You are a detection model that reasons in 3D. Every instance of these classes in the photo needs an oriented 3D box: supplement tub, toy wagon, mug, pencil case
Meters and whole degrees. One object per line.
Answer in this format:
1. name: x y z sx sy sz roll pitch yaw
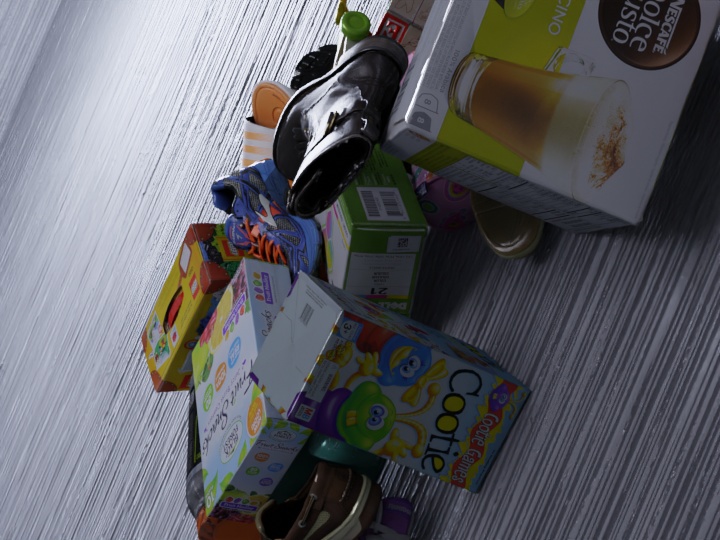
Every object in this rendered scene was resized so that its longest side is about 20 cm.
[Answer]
1. supplement tub: -0.119 0.187 1.583 0.123 0.122 0.201 -45 33 36
2. toy wagon: -0.016 -0.205 1.634 0.156 0.039 0.202 111 168 -56
3. mug: -0.035 0.162 1.445 0.153 0.113 0.186 -62 27 27
4. pencil case: 0.080 -0.130 1.510 0.087 0.087 0.202 -43 36 38

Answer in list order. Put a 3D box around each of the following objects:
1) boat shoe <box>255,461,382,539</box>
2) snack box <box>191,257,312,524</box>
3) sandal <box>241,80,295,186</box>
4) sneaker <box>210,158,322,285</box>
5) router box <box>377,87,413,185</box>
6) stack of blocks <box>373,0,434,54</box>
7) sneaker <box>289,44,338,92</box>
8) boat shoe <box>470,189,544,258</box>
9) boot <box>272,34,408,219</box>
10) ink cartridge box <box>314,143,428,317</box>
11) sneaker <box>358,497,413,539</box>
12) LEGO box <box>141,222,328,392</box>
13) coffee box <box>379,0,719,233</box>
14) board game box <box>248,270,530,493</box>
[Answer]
1. boat shoe: -0.061 0.231 1.373 0.203 0.074 0.075 -49 17 36
2. snack box: -0.103 0.108 1.417 0.201 0.052 0.143 -102 33 -44
3. sandal: -0.093 -0.104 1.697 0.079 0.059 0.209 4 108 38
4. sneaker: -0.093 -0.034 1.528 0.200 0.078 0.076 -125 31 -47
5. router box: 0.006 -0.103 1.660 0.149 0.051 0.202 -35 40 49
6. stack of blocks: 0.064 -0.283 1.611 0.116 0.058 0.200 -63 4 6
7. sneaker: -0.054 -0.178 1.814 0.075 0.092 0.201 20 62 22
8. boat shoe: 0.138 -0.087 1.411 0.073 0.063 0.202 -26 48 17
9. boot: -0.035 -0.105 1.335 0.200 0.069 0.175 -46 17 40
10. ink cartridge box: 0.000 0.000 1.484 0.148 0.075 0.202 -108 24 -53
11. sneaker: 0.018 0.257 1.335 0.115 0.072 0.200 -62 27 2
12. LEGO box: -0.132 0.039 1.636 0.201 0.147 0.078 -60 42 45
13. coffee box: 0.147 -0.159 1.226 0.200 0.196 0.202 170 122 -85
14. board game box: 0.024 0.096 1.303 0.104 0.199 0.105 -63 28 7
